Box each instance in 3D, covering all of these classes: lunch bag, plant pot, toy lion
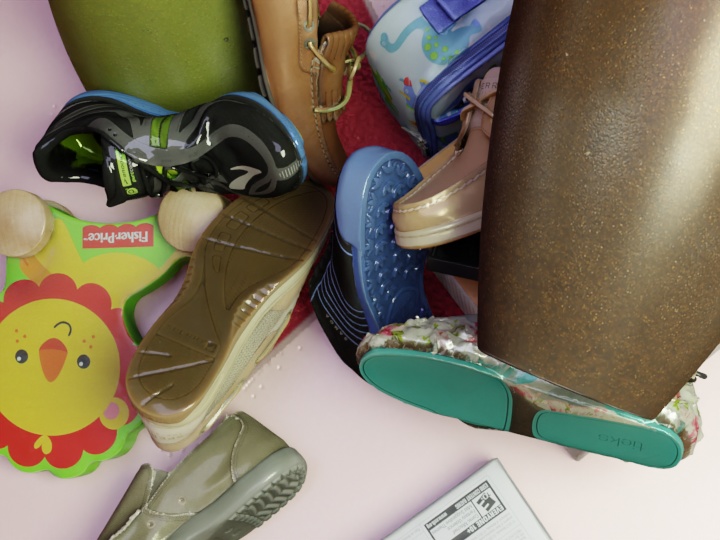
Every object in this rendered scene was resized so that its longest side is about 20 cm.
[{"bbox_3d":[0.099,-0.162,0.785,0.199,0.161,0.083,-38,77,-2],"label":"lunch bag"},{"bbox_3d":[-0.135,-0.198,0.803,0.184,0.200,0.190,-2,77,9],"label":"plant pot"},{"bbox_3d":[0.133,-0.040,0.590,0.185,0.187,0.203,22,91,12],"label":"plant pot"},{"bbox_3d":[-0.180,0.043,0.837,0.197,0.069,0.195,-2,85,7],"label":"toy lion"}]

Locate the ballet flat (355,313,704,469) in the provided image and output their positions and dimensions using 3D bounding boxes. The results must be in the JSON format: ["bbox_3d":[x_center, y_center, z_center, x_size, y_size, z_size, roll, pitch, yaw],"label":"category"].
[{"bbox_3d":[0.097,0.060,0.696,0.197,0.076,0.064,16,51,8],"label":"ballet flat"}]

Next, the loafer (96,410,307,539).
[{"bbox_3d":[-0.128,0.166,0.800,0.199,0.075,0.070,-36,64,-5],"label":"loafer"}]

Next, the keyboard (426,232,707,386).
[{"bbox_3d":[0.135,0.011,0.688,0.197,0.021,0.128,12,42,10],"label":"keyboard"}]

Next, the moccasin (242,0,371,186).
[{"bbox_3d":[-0.030,-0.147,0.764,0.076,0.074,0.204,-10,116,2],"label":"moccasin"}]

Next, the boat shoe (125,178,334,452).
[{"bbox_3d":[-0.079,0.024,0.782,0.071,0.065,0.201,22,59,16],"label":"boat shoe"}]

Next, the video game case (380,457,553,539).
[{"bbox_3d":[0.058,0.251,0.763,0.199,0.045,0.182,-35,75,0],"label":"video game case"}]

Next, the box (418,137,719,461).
[{"bbox_3d":[0.126,0.001,0.779,0.124,0.098,0.201,-37,76,-1],"label":"box"}]

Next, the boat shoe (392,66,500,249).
[{"bbox_3d":[0.090,-0.085,0.696,0.199,0.073,0.070,-35,110,-22],"label":"boat shoe"}]

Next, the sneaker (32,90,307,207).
[{"bbox_3d":[-0.121,-0.069,0.768,0.197,0.072,0.083,7,39,25],"label":"sneaker"}]

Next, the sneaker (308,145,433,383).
[{"bbox_3d":[0.000,0.000,0.752,0.077,0.202,0.070,27,54,31],"label":"sneaker"}]
